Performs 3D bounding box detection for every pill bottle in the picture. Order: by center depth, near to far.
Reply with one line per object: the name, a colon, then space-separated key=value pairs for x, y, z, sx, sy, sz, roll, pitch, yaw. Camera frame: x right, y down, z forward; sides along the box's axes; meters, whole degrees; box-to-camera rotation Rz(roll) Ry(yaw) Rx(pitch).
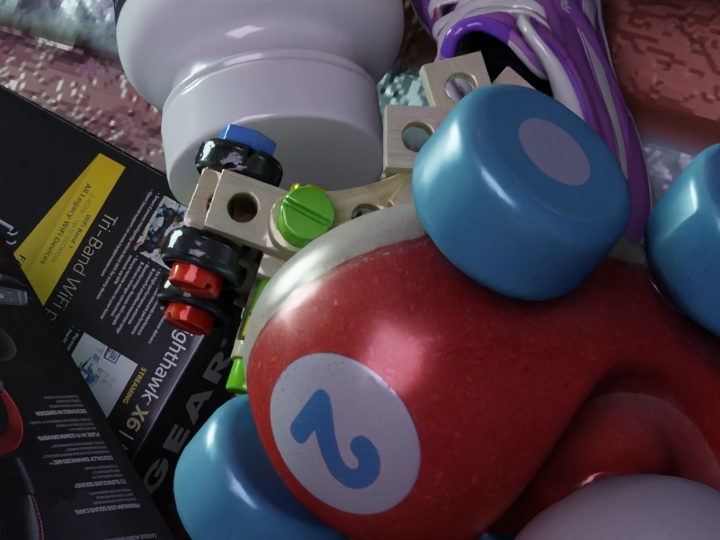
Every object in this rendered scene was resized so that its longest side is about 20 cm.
pill bottle: x=-0.043 y=-0.124 z=0.856 sx=0.111 sy=0.111 sz=0.201 roll=-16 pitch=62 yaw=15

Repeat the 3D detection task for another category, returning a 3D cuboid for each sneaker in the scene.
sneaker: x=0.052 y=-0.099 z=0.829 sx=0.072 sy=0.114 sz=0.201 roll=-29 pitch=67 yaw=12

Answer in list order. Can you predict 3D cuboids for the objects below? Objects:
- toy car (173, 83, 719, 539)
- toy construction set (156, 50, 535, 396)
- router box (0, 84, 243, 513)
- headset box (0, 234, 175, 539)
toy car: x=0.062 y=0.085 z=0.655 sx=0.185 sy=0.176 sz=0.201 roll=-51 pitch=41 yaw=36
toy construction set: x=0.000 y=0.000 z=0.766 sx=0.130 sy=0.200 sz=0.092 roll=19 pitch=61 yaw=-2
router box: x=-0.139 y=0.041 z=0.892 sx=0.157 sy=0.052 sz=0.201 roll=29 pitch=87 yaw=23
headset box: x=-0.153 y=0.086 z=0.766 sx=0.075 sy=0.148 sz=0.200 roll=-47 pitch=62 yaw=30
